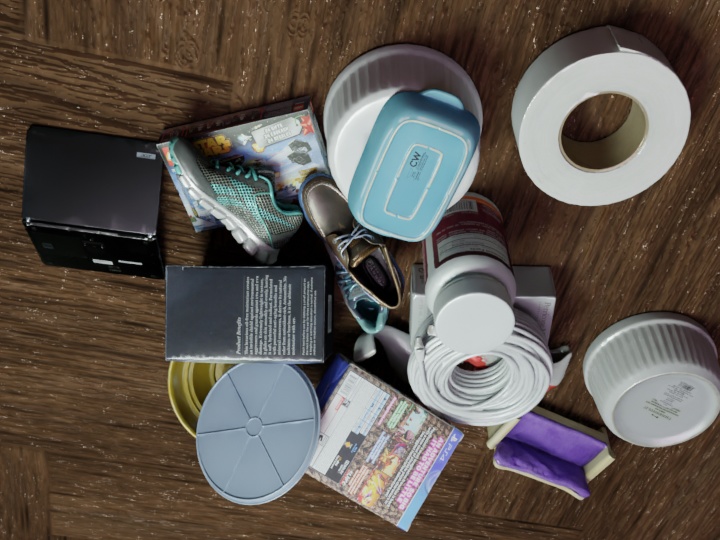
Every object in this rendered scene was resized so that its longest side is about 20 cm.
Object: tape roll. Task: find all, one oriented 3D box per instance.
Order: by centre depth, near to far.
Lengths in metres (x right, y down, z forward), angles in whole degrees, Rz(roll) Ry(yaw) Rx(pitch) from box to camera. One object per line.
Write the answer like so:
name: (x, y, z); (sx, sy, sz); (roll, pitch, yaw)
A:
tape roll: (0.282, -0.180, 0.973); (0.199, 0.071, 0.205); (1, 128, 1)

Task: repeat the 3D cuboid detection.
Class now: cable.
cable: (0.163, 0.131, 1.131); (0.197, 0.070, 0.202); (3, 131, -2)

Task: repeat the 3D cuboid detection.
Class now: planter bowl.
planter bowl: (-0.179, 0.159, 1.216); (0.197, 0.083, 0.204); (0, 93, 0)

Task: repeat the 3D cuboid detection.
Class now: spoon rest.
spoon rest: (0.066, 0.126, 1.215); (0.099, 0.061, 0.199); (-30, 144, 30)

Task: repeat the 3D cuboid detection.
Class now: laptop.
laptop: (-0.350, -0.084, 1.102); (0.174, 0.105, 0.201); (8, 153, -4)

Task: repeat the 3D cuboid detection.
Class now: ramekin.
ramekin: (0.051, -0.156, 0.980); (0.197, 0.098, 0.203); (1, 128, 1)
ramekin: (0.439, 0.170, 1.220); (0.197, 0.106, 0.202); (1, 128, 1)

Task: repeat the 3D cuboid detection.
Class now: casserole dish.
casserole dish: (0.059, -0.109, 0.931); (0.120, 0.039, 0.201); (17, 126, -12)

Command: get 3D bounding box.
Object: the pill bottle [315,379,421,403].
pill bottle: (0.019, 0.239, 1.279); (0.198, 0.112, 0.112); (20, 126, -13)

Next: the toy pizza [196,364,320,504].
toy pizza: (-0.139, 0.218, 1.126); (0.198, 0.203, 0.032); (-22, 153, 18)

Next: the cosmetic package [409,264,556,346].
cosmetic package: (0.168, 0.052, 1.155); (0.197, 0.075, 0.103); (1, 129, 2)

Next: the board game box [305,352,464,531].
board game box: (0.016, 0.242, 1.171); (0.199, 0.097, 0.161); (33, 87, -12)

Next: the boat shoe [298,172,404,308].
boat shoe: (-0.002, -0.036, 1.025); (0.072, 0.072, 0.200); (-39, 110, 3)

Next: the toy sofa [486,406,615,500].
toy sofa: (0.304, 0.281, 1.314); (0.198, 0.098, 0.083); (24, 126, -15)

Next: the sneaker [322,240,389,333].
sneaker: (0.000, 0.000, 1.109); (0.077, 0.087, 0.201); (-16, 126, 13)

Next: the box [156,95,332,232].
box: (-0.140, -0.132, 1.040); (0.197, 0.040, 0.138); (-10, 128, 9)

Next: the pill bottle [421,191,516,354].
pill bottle: (0.136, 0.001, 1.034); (0.112, 0.201, 0.115); (1, 129, 1)

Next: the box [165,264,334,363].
box: (-0.136, 0.056, 1.072); (0.195, 0.200, 0.125); (1, 87, 2)

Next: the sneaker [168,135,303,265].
sneaker: (-0.148, -0.102, 1.005); (0.091, 0.078, 0.200); (-41, 120, 7)

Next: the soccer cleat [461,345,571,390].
soccer cleat: (0.222, 0.117, 1.213); (0.198, 0.069, 0.086); (22, 114, -16)
